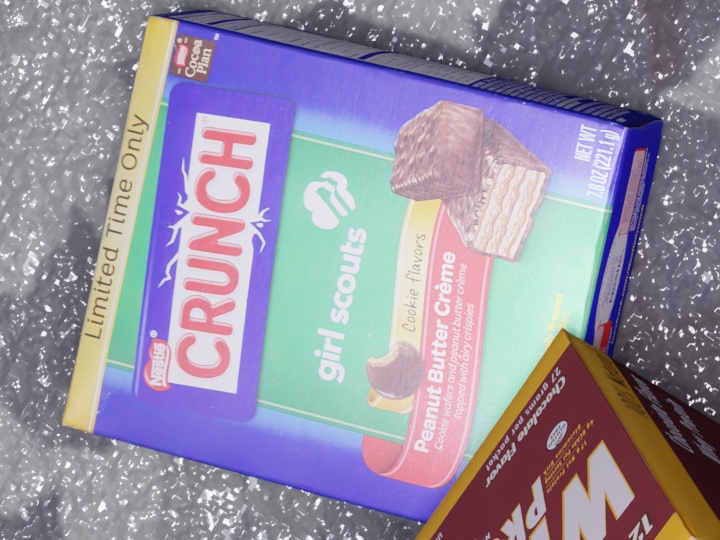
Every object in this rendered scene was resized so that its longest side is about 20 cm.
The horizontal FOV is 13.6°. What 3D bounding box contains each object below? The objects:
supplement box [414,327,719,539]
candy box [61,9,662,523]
[{"bbox_3d":[0.132,0.153,1.054,0.199,0.197,0.133,31,101,-17],"label":"supplement box"},{"bbox_3d":[0.000,0.000,1.179,0.199,0.077,0.170,14,97,15],"label":"candy box"}]
